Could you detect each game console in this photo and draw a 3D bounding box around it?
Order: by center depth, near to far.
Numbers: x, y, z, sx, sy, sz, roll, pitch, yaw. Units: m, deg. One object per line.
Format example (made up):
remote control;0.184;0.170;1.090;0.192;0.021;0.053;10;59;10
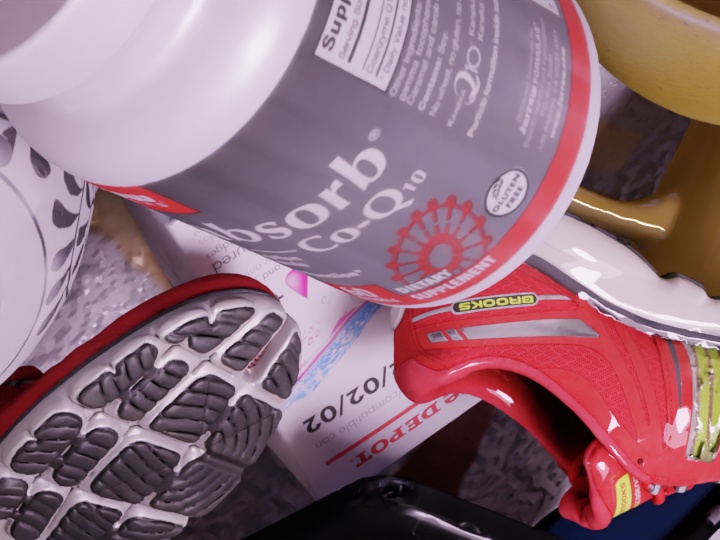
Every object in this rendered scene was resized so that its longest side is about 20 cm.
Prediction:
game console;0.042;0.088;1.082;0.176;0.116;0.200;23;152;-20

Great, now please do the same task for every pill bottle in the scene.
pill bottle;-0.032;-0.068;0.824;0.200;0.116;0.116;23;108;-47

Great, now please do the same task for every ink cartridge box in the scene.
ink cartridge box;0.000;0.000;1.024;0.115;0.068;0.200;-35;137;-8

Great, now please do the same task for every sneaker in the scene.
sneaker;-0.108;0.054;0.951;0.200;0.085;0.077;-37;136;20
sneaker;0.099;0.051;0.977;0.200;0.077;0.085;23;70;-9

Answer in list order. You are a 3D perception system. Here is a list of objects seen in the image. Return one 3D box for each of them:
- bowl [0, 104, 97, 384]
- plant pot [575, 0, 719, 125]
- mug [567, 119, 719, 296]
bowl;-0.158;-0.006;0.853;0.201;0.094;0.201;-12;135;-12
plant pot;0.132;-0.124;0.955;0.200;0.200;0.142;-28;160;-16
mug;0.170;-0.038;1.058;0.187;0.149;0.153;26;81;-49
